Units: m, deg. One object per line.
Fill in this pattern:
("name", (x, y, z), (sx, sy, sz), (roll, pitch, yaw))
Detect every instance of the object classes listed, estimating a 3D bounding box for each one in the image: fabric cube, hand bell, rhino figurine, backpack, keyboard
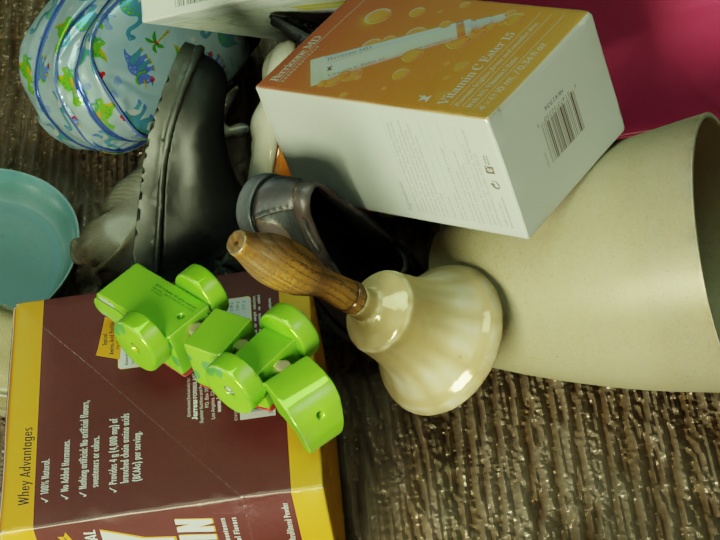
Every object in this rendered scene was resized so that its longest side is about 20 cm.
("fabric cube", (0.169, -0.216, 1.543), (0.196, 0.200, 0.199), (-7, 24, -2))
("hand bell", (-0.011, 0.016, 1.301), (0.104, 0.200, 0.104), (-19, 60, 37))
("rhino figurine", (-0.145, -0.063, 1.541), (0.060, 0.087, 0.200), (39, 68, -7))
("backpack", (-0.178, -0.182, 1.647), (0.200, 0.163, 0.154), (-36, 34, -17))
("keyboard", (0.021, -0.174, 1.600), (0.104, 0.040, 0.200), (36, 18, 25))

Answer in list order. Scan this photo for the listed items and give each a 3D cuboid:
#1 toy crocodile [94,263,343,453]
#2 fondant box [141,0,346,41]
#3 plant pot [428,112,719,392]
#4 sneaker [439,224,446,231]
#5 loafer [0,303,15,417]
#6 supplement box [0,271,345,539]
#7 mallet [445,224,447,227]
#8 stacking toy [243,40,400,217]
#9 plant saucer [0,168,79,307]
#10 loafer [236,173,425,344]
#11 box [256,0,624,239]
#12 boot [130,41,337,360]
("toy crocodile", (-0.088, 0.049, 1.282), (0.200, 0.062, 0.068), (24, 53, 35))
("fondant box", (-0.051, -0.220, 1.591), (0.144, 0.058, 0.200), (-6, -2, 37))
("plant pot", (0.154, 0.001, 1.403), (0.200, 0.188, 0.188), (-8, 43, 22))
("sneaker", (0.154, -0.041, 1.500), (0.200, 0.075, 0.082), (-18, 43, -9))
("loafer", (-0.261, 0.060, 1.460), (0.199, 0.067, 0.076), (3, 64, 4))
("supplement box", (-0.118, 0.122, 1.345), (0.199, 0.133, 0.198), (-8, 45, 2))
("mallet", (0.045, -0.120, 1.500), (0.066, 0.041, 0.200), (13, 56, -27))
("stacking toy", (0.016, -0.087, 1.555), (0.199, 0.146, 0.146), (9, 46, -2))
("plant saucer", (-0.310, -0.002, 1.581), (0.200, 0.027, 0.200), (-5, 45, 5))
("loafer", (0.000, 0.000, 1.404), (0.063, 0.200, 0.072), (-7, 55, 44))
("box", (0.053, -0.108, 1.374), (0.200, 0.098, 0.124), (11, 46, 40))
("boot", (-0.076, -0.047, 1.452), (0.157, 0.212, 0.079), (9, 14, -4))
